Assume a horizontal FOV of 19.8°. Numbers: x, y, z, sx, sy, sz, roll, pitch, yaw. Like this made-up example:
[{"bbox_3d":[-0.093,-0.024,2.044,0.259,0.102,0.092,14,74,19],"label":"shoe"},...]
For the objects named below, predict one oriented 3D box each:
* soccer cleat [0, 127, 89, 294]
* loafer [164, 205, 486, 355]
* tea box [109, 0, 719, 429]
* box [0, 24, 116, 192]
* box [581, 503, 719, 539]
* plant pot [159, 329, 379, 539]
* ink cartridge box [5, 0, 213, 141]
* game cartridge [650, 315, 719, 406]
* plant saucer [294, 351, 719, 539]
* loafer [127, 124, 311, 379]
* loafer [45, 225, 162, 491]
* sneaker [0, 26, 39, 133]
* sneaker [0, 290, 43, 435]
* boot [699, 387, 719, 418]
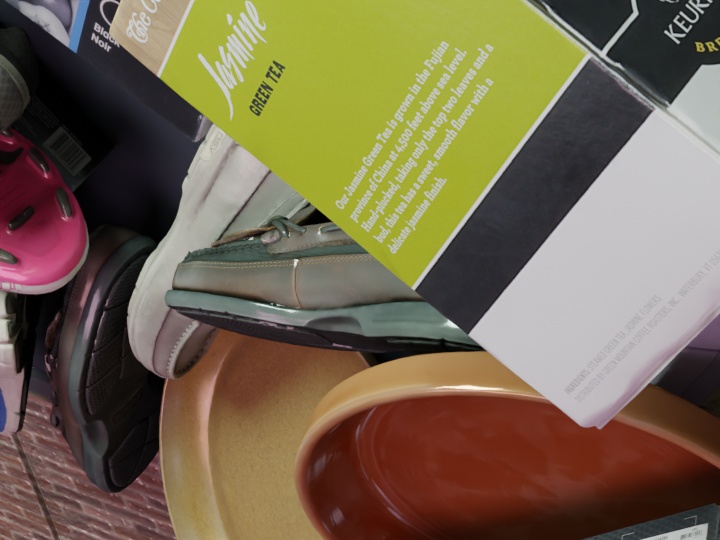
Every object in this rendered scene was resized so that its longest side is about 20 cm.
[{"bbox_3d":[-0.207,-0.042,0.997,0.199,0.070,0.087,33,153,18],"label":"soccer cleat"},{"bbox_3d":[0.000,0.000,0.843,0.199,0.063,0.072,5,170,45],"label":"loafer"},{"bbox_3d":[0.068,-0.102,0.626,0.196,0.200,0.134,40,144,3],"label":"tea box"},{"bbox_3d":[-0.228,-0.099,1.039,0.200,0.040,0.137,47,143,-9],"label":"box"},{"bbox_3d":[0.098,0.169,0.792,0.199,0.051,0.158,-22,129,38],"label":"box"},{"bbox_3d":[-0.029,0.106,1.022,0.199,0.027,0.202,15,110,46],"label":"plant pot"},{"bbox_3d":[-0.111,-0.174,0.851,0.198,0.043,0.200,37,143,6],"label":"ink cartridge box"},{"bbox_3d":[0.091,-0.002,0.785,0.040,0.134,0.200,5,153,-24],"label":"game cartridge"},{"bbox_3d":[0.074,0.089,0.776,0.199,0.033,0.201,13,147,8],"label":"plant saucer"},{"bbox_3d":[-0.056,-0.005,0.952,0.070,0.070,0.200,36,142,5],"label":"loafer"},{"bbox_3d":[-0.142,0.043,1.075,0.063,0.072,0.201,34,146,19],"label":"loafer"},{"bbox_3d":[-0.223,-0.111,0.944,0.199,0.087,0.074,32,144,27],"label":"sneaker"},{"bbox_3d":[-0.213,0.031,1.075,0.088,0.079,0.200,8,160,-4],"label":"sneaker"},{"bbox_3d":[0.141,0.102,0.889,0.155,0.073,0.200,39,142,0],"label":"boot"}]
